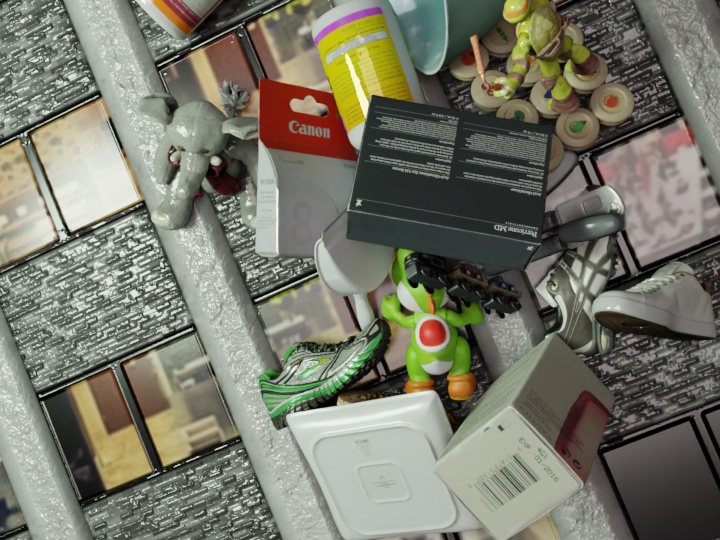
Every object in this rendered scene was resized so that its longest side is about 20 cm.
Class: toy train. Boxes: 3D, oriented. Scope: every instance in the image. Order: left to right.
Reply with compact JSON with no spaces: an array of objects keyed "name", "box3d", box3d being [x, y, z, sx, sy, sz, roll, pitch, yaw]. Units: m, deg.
[{"name":"toy train","box3d":[0.121,0.015,0.959,0.034,0.199,0.046,-35,53,34]}]

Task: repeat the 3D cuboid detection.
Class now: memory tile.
[{"name":"memory tile","box3d":[0.209,-0.222,0.976,0.153,0.017,0.201,-33,72,-2]}]

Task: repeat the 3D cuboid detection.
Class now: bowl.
[{"name":"bowl","box3d":[0.099,-0.337,0.952,0.104,0.201,0.202,-19,88,-13]}]

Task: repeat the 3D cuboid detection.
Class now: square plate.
[{"name":"square plate","box3d":[0.029,0.243,0.987,0.199,0.028,0.199,-13,112,24]}]

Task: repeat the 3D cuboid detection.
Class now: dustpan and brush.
[{"name":"dustpan and brush","box3d":[0.000,0.000,0.987,0.057,0.140,0.201,6,130,36]}]

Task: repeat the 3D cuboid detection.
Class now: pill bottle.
[{"name":"pill bottle","box3d":[-0.189,-0.391,1.023,0.200,0.110,0.110,-43,85,8]},{"name":"pill bottle","box3d":[0.020,-0.214,0.996,0.104,0.104,0.201,-20,88,9]}]

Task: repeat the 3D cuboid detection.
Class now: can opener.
[{"name":"can opener","box3d":[0.211,-0.042,0.948,0.199,0.066,0.053,-23,84,46]}]

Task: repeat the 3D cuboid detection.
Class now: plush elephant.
[{"name":"plush elephant","box3d":[-0.187,-0.141,1.004,0.163,0.155,0.202,9,93,9]}]

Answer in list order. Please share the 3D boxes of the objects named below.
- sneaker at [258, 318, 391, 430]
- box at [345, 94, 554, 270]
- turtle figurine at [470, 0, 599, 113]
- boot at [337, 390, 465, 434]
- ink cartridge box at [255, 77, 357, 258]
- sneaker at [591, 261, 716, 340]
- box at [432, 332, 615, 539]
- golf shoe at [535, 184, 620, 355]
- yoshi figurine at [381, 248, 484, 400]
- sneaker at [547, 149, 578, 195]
[{"name":"sneaker","box3d":[-0.048,0.115,1.019,0.199,0.078,0.085,-35,82,19]},{"name":"box","box3d":[0.094,-0.092,0.887,0.199,0.079,0.142,11,66,2]},{"name":"turtle figurine","box3d":[0.199,-0.255,0.895,0.064,0.161,0.201,-1,65,43]},{"name":"boot","box3d":[0.055,0.216,1.011,0.199,0.075,0.108,21,101,0]},{"name":"ink cartridge box","box3d":[-0.049,-0.115,0.983,0.057,0.162,0.202,9,96,43]},{"name":"sneaker","box3d":[0.326,0.028,0.931,0.073,0.199,0.085,-8,76,49]},{"name":"box","box3d":[0.185,0.178,0.916,0.109,0.200,0.128,47,121,5]},{"name":"golf shoe","box3d":[0.254,-0.001,0.977,0.094,0.078,0.202,0,90,9]},{"name":"yoshi figurine","box3d":[0.083,0.054,1.012,0.112,0.112,0.201,5,111,48]},{"name":"sneaker","box3d":[0.163,-0.096,0.994,0.200,0.070,0.081,-31,84,9]}]
